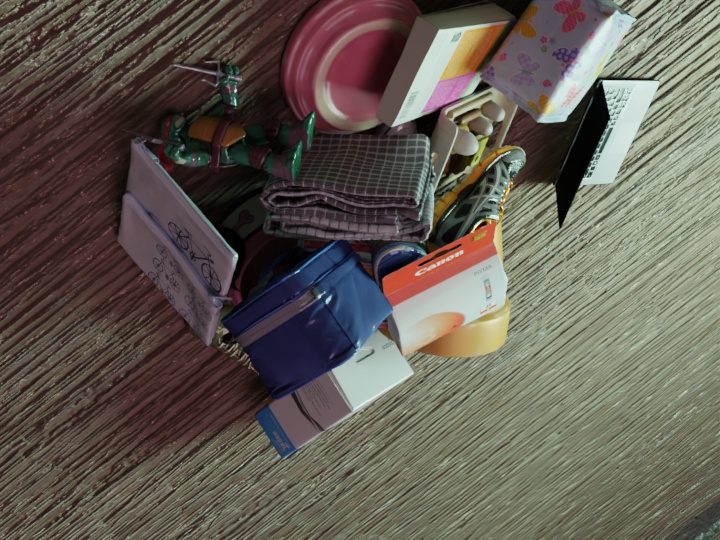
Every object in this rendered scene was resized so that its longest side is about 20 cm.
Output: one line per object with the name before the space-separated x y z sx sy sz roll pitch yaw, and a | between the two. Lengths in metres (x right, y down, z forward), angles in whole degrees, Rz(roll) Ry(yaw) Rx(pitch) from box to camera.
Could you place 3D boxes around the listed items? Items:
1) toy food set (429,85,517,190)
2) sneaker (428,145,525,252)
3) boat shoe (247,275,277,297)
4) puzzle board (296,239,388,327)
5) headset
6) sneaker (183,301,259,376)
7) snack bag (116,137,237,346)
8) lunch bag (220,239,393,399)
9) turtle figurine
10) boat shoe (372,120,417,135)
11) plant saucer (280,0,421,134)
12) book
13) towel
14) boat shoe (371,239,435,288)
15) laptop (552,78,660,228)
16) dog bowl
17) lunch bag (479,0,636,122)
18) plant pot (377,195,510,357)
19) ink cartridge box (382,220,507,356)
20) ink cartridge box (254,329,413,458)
toy food set | 0.145 -0.159 1.375 0.200 0.060 0.144 -32 148 -50
sneaker | 0.163 -0.090 1.366 0.200 0.077 0.078 -44 166 -23
boat shoe | -0.055 0.042 1.348 0.199 0.071 0.091 -19 137 -19
puzzle board | 0.000 0.000 1.340 0.199 0.017 0.152 3 93 -36
headset | -0.188 -0.005 1.247 0.094 0.124 0.200 -37 103 7
sneaker | -0.151 0.104 1.435 0.200 0.090 0.067 22 114 -45
snack bag | -0.212 -0.027 1.157 0.021 0.189 0.200 -33 165 -32
lunch bag | -0.061 0.040 1.191 0.136 0.133 0.200 -31 -174 25
turtle figurine | -0.159 -0.161 1.166 0.199 0.150 0.101 12 152 4
boat shoe | 0.045 -0.116 1.385 0.073 0.067 0.201 -10 132 -28
plant saucer | 0.001 -0.247 1.246 0.200 0.051 0.201 -19 136 -19
book | 0.105 -0.253 1.252 0.200 0.048 0.134 -29 151 -54
towel | -0.008 -0.103 1.228 0.199 0.166 0.086 2 118 7
boat shoe | 0.049 -0.019 1.289 0.072 0.073 0.200 -27 161 9
laptop | 0.373 -0.176 1.524 0.199 0.116 0.188 -6 131 -31
dog bowl | -0.105 -0.014 1.371 0.199 0.074 0.201 -19 136 -19
lunch bag | 0.262 -0.290 1.332 0.170 0.127 0.200 -56 163 22
plant pot | 0.127 -0.001 1.472 0.199 0.200 0.184 -6 116 -31
ink cartridge box | 0.111 0.027 1.292 0.162 0.050 0.200 -26 161 -6
ink cartridge box | -0.040 0.181 1.502 0.145 0.084 0.200 -25 170 -45
